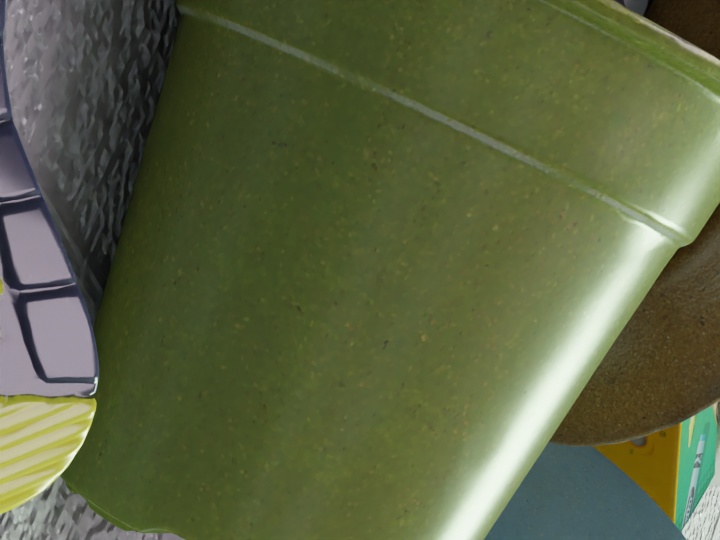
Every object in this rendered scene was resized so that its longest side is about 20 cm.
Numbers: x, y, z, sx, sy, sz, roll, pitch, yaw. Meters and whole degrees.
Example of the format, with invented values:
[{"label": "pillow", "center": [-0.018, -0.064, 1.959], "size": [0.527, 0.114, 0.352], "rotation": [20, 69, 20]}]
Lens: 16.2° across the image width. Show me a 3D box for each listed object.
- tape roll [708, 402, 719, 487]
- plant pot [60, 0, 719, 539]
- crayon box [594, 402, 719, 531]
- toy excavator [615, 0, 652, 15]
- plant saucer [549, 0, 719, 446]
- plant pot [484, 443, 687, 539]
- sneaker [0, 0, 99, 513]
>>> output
[{"label": "tape roll", "center": [0.146, -0.003, 1.124], "size": [0.203, 0.037, 0.204], "rotation": [174, -90, -78]}, {"label": "plant pot", "center": [0.000, 0.000, 0.755], "size": [0.191, 0.200, 0.200], "rotation": [-64, 158, 1]}, {"label": "crayon box", "center": [0.085, 0.002, 1.018], "size": [0.058, 0.118, 0.201], "rotation": [-46, 142, -54]}, {"label": "toy excavator", "center": [0.053, -0.207, 0.868], "size": [0.195, 0.099, 0.201], "rotation": [67, 35, -47]}, {"label": "plant saucer", "center": [0.100, -0.036, 0.853], "size": [0.035, 0.200, 0.201], "rotation": [37, 61, -30]}, {"label": "plant pot", "center": [0.064, 0.152, 0.933], "size": [0.200, 0.134, 0.201], "rotation": [-162, -90, -89]}, {"label": "sneaker", "center": [-0.119, -0.043, 0.564], "size": [0.074, 0.082, 0.201], "rotation": [-11, 95, -38]}]
